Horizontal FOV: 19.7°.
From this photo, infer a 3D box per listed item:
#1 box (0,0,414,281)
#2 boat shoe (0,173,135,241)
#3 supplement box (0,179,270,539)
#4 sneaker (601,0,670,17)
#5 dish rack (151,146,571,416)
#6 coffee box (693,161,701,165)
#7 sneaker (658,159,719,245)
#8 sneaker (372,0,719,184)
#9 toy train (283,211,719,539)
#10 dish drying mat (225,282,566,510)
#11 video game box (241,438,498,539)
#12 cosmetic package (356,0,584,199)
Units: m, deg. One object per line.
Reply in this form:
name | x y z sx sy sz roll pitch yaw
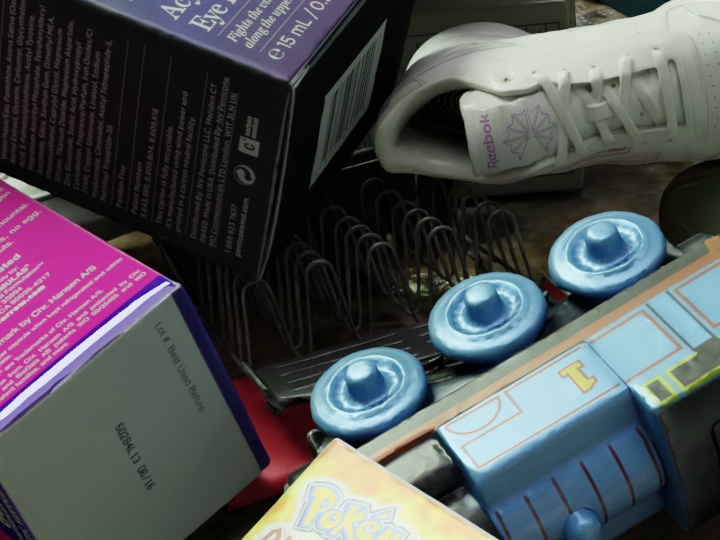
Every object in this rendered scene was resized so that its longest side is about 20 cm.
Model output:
box | -0.093 -0.108 0.874 0.198 0.105 0.148 22 42 10
boat shoe | -0.124 -0.053 0.989 0.198 0.066 0.074 -19 -9 8
supplement box | -0.146 0.037 0.840 0.103 0.102 0.199 -39 40 -19
sneaker | 0.168 -0.177 1.042 0.079 0.200 0.131 -33 30 32
dish rack | 0.000 0.000 0.897 0.152 0.055 0.200 -17 19 -12
coffee box | 0.276 -0.113 0.894 0.199 0.199 0.200 -20 32 -21
sneaker | 0.173 0.014 0.839 0.089 0.068 0.200 -22 35 -29
sneaker | 0.098 -0.065 0.875 0.198 0.076 0.100 -5 22 28
toy train | 0.070 0.056 0.762 0.199 0.087 0.114 -29 39 -10
dish drying mat | 0.027 0.048 0.874 0.198 0.018 0.077 -17 31 -13
video game box | 0.001 0.162 0.611 0.182 0.047 0.199 -45 42 -17
cosmetic package | 0.009 -0.092 1.026 0.198 0.106 0.071 -3 29 8
